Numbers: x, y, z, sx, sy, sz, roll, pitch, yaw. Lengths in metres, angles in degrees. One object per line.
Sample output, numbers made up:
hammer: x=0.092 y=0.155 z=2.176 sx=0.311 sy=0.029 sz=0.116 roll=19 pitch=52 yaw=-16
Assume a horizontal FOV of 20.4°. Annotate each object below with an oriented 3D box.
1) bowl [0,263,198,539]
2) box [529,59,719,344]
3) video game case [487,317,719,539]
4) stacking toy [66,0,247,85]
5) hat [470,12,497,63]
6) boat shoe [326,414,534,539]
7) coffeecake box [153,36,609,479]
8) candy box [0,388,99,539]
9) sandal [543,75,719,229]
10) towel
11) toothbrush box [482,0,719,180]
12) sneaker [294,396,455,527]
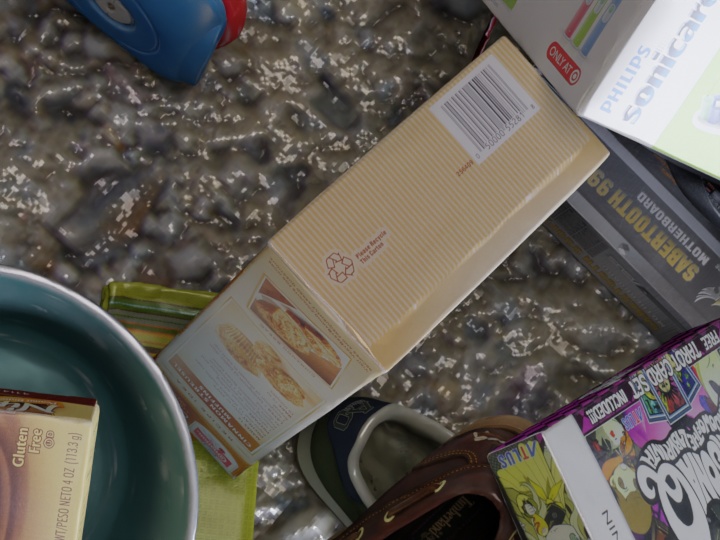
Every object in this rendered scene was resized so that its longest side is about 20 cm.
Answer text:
bowl: x=-0.171 y=0.093 z=0.894 sx=0.200 sy=0.105 sz=0.202 roll=0 pitch=94 yaw=-4
box: x=0.177 y=-0.057 z=1.050 sx=0.200 sy=0.048 sz=0.158 roll=44 pitch=74 yaw=-2
video game case: x=0.151 y=0.130 z=0.894 sx=0.200 sy=0.036 sz=0.182 roll=-21 pitch=86 yaw=-55
stacking toy: x=-0.063 y=-0.199 z=0.991 sx=0.110 sy=0.116 sz=0.200 roll=38 pitch=70 yaw=-3
hat: x=0.064 y=-0.168 z=1.039 sx=0.200 sy=0.165 sz=0.177 roll=-19 pitch=123 yaw=-44
boat shoe: x=0.010 y=0.145 z=0.901 sx=0.070 sy=0.200 sz=0.070 roll=37 pitch=29 yaw=0
coffeecake box: x=0.000 y=0.000 z=0.905 sx=0.073 sy=0.200 sz=0.153 roll=48 pitch=62 yaw=-1
candy box: x=-0.178 y=0.147 z=0.818 sx=0.115 sy=0.055 sz=0.201 roll=8 pitch=95 yaw=-5
sandal: x=0.174 y=-0.053 z=0.995 sx=0.200 sy=0.076 sz=0.043 roll=29 pitch=113 yaw=-7
towel: x=-0.091 y=0.107 z=0.970 sx=0.086 sy=0.018 sz=0.201 roll=6 pitch=78 yaw=-11
toothbrush box: x=0.166 y=-0.102 z=0.907 sx=0.199 sy=0.146 sz=0.086 roll=22 pitch=112 yaw=-31
sneaker: x=0.053 y=0.136 z=0.960 sx=0.200 sy=0.090 sz=0.067 roll=44 pitch=71 yaw=-2
